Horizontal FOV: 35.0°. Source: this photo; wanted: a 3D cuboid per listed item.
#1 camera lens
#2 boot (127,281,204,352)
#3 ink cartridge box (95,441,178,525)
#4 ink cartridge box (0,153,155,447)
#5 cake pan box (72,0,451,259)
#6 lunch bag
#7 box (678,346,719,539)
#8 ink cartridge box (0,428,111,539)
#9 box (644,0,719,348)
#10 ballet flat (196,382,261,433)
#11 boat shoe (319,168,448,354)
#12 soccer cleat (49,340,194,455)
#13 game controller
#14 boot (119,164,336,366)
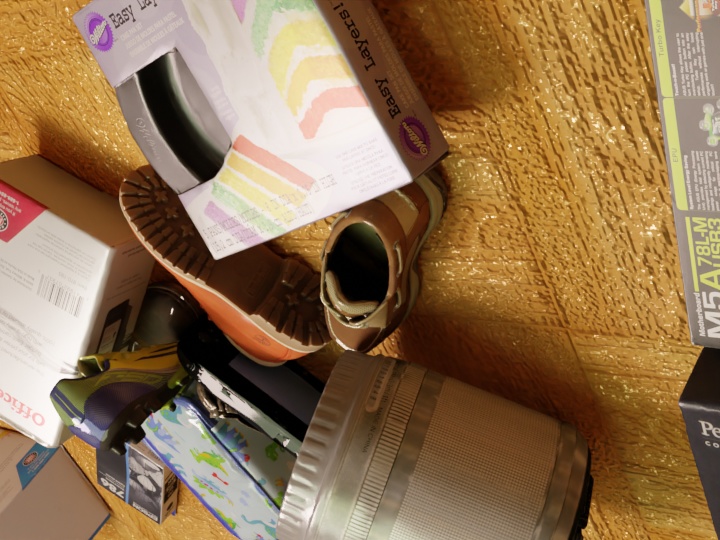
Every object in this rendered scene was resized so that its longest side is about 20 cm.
[{"bbox_3d":[0.056,0.159,0.818,0.198,0.161,0.161,21,144,5],"label":"camera lens"},{"bbox_3d":[-0.211,0.080,1.053,0.075,0.097,0.200,43,146,-7],"label":"boot"},{"bbox_3d":[-0.262,0.237,1.340,0.099,0.039,0.201,30,146,11],"label":"ink cartridge box"},{"bbox_3d":[-0.271,0.026,0.979,0.144,0.083,0.202,28,114,14],"label":"ink cartridge box"},{"bbox_3d":[-0.067,-0.114,0.687,0.199,0.052,0.186,-16,106,44],"label":"cake pan box"},{"bbox_3d":[-0.125,0.179,1.107,0.201,0.083,0.160,51,147,-17],"label":"lunch bag"},{"bbox_3d":[0.295,0.112,0.603,0.195,0.118,0.201,6,133,39],"label":"box"},{"bbox_3d":[-0.472,0.317,1.532,0.198,0.148,0.146,6,135,39],"label":"ink cartridge box"},{"bbox_3d":[0.230,-0.051,0.501,0.191,0.047,0.202,6,121,41],"label":"box"},{"bbox_3d":[-0.057,0.144,1.009,0.199,0.047,0.067,31,144,-10],"label":"ballet flat"},{"bbox_3d":[0.000,0.000,0.783,0.075,0.074,0.201,30,145,12],"label":"boat shoe"},{"bbox_3d":[-0.187,0.086,0.942,0.083,0.200,0.065,35,106,3],"label":"soccer cleat"},{"bbox_3d":[-0.062,0.106,0.951,0.199,0.104,0.042,38,119,1],"label":"game controller"},{"bbox_3d":[-0.116,0.004,0.902,0.200,0.075,0.107,41,151,-6],"label":"boot"}]
